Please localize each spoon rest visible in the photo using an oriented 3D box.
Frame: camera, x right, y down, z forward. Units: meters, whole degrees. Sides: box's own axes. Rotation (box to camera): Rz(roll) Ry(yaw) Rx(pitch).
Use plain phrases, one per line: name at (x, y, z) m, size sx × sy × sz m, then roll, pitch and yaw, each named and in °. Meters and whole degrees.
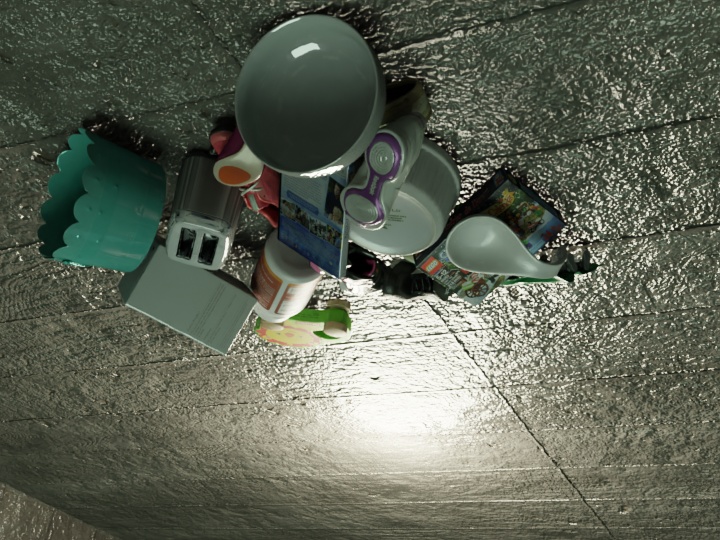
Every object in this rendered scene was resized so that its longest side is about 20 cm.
spoon rest at (0.220, -0.029, 1.409) m, size 0.197 × 0.061 × 0.100 m, roll 12°, pitch 125°, yaw -19°

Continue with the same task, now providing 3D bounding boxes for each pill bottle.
pill bottle at (-0.131, 0.012, 1.658) m, size 0.111 × 0.113 × 0.200 m, roll 15°, pitch 150°, yaw -11°

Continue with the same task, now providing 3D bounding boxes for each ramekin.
ramekin at (0.045, -0.106, 1.403) m, size 0.200 × 0.095 × 0.203 m, roll 11°, pitch 146°, yaw 8°

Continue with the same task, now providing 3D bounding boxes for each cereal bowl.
cereal bowl at (-0.055, -0.211, 1.195) m, size 0.197 × 0.203 × 0.083 m, roll -4°, pitch 171°, yaw 21°

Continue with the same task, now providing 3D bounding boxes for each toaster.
toaster at (-0.242, -0.091, 1.497) m, size 0.112 × 0.131 × 0.200 m, roll 14°, pitch 150°, yaw -11°

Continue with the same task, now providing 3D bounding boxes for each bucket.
bucket at (-0.396, -0.099, 1.461) m, size 0.134 × 0.210 × 0.206 m, roll 18°, pitch 150°, yaw -32°

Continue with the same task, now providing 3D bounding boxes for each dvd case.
dvd case at (-0.067, -0.103, 1.383) m, size 0.142 × 0.017 × 0.202 m, roll 32°, pitch 132°, yaw 34°

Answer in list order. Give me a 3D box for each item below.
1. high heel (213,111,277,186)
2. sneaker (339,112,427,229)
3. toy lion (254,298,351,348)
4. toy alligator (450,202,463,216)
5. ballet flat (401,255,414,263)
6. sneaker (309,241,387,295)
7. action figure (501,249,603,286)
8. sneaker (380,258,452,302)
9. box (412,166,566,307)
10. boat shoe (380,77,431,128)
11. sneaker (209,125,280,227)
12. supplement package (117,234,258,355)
high heel at (-0.149, -0.192, 1.339) m, size 0.067 × 0.097 × 0.199 m, roll 24°, pitch 149°, yaw -24°
sneaker at (0.037, -0.128, 1.265) m, size 0.075 × 0.100 × 0.201 m, roll 40°, pitch 142°, yaw 7°
toy lion at (-0.114, 0.112, 1.885) m, size 0.197 × 0.070 × 0.192 m, roll 5°, pitch 157°, yaw 6°
toy alligator at (0.180, -0.066, 1.497) m, size 0.198 × 0.055 × 0.059 m, roll 25°, pitch 146°, yaw -26°
ballet flat at (0.072, -0.054, 1.545) m, size 0.197 × 0.070 × 0.070 m, roll 14°, pitch 150°, yaw -8°
sneaker at (0.000, 0.000, 1.584) m, size 0.086 × 0.081 × 0.199 m, roll 11°, pitch 175°, yaw 36°
action figure at (0.284, 0.000, 1.564) m, size 0.117 × 0.056 × 0.199 m, roll -7°, pitch 178°, yaw -38°
sneaker at (0.108, 0.019, 1.576) m, size 0.089 × 0.067 × 0.199 m, roll 8°, pitch -176°, yaw 30°
box at (0.195, -0.047, 1.455) m, size 0.136 × 0.038 × 0.200 m, roll 31°, pitch 118°, yaw -29°
boat shoe at (-0.006, -0.215, 1.284) m, size 0.197 × 0.073 × 0.065 m, roll -9°, pitch 142°, yaw 17°
sneaker at (-0.156, -0.139, 1.433) m, size 0.073 × 0.088 × 0.200 m, roll -11°, pitch 144°, yaw 30°
supplement package at (-0.296, 0.038, 1.628) m, size 0.199 × 0.118 × 0.117 m, roll 31°, pitch -178°, yaw -25°
